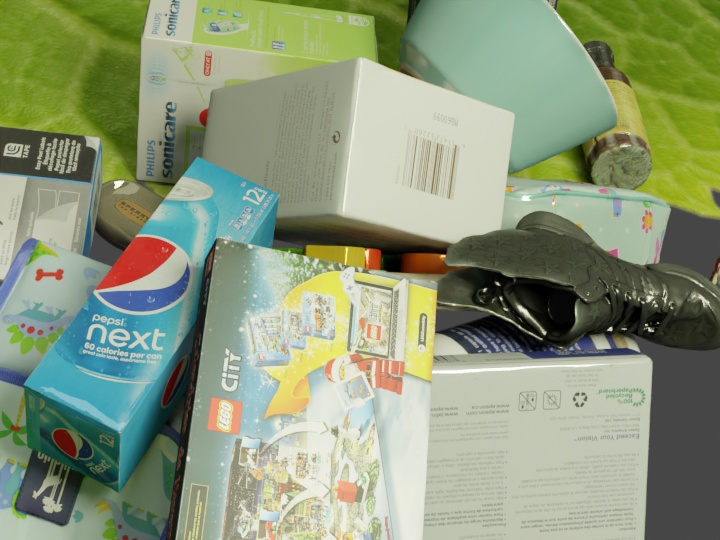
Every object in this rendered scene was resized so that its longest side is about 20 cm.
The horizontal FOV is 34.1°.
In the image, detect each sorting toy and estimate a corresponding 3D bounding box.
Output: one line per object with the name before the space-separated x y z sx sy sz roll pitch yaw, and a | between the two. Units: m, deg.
sorting toy | 0.000 0.000 0.855 0.182 0.037 0.199 4 3 -34

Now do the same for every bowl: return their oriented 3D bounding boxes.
bowl | 0.105 -0.158 0.954 0.105 0.201 0.201 -42 57 2

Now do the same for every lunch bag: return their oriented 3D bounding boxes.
lunch bag | -0.176 0.103 0.760 0.167 0.128 0.202 18 60 3
lunch bag | 0.144 -0.036 0.959 0.197 0.079 0.159 1 8 -36

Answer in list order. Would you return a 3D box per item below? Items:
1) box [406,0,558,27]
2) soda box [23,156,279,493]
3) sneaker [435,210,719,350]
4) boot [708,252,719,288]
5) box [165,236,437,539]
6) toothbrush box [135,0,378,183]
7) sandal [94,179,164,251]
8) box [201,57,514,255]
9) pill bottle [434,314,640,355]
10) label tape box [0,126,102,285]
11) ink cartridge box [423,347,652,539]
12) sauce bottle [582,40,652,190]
box | 0.114 -0.216 1.102 0.160 0.203 0.049 -24 44 -33
soda box | -0.120 0.026 0.706 0.063 0.068 0.201 23 50 7
sneaker | 0.152 0.022 0.782 0.197 0.061 0.104 26 36 7
boot | 0.364 0.040 0.986 0.149 0.074 0.200 25 40 11
box | -0.031 0.093 0.646 0.134 0.038 0.204 11 67 -15
toothbrush box | -0.092 -0.151 1.024 0.196 0.147 0.087 7 41 -7
sandal | -0.137 -0.031 0.952 0.198 0.055 0.082 31 45 18
box | -0.009 -0.076 0.876 0.150 0.109 0.198 12 -6 -38
pill bottle | 0.095 0.091 0.833 0.197 0.117 0.116 -14 48 -28
label tape box | -0.305 -0.038 0.894 0.196 0.064 0.146 5 54 -9
ink cartridge box | 0.088 0.154 0.746 0.193 0.204 0.043 -1 8 -15
sauce bottle | 0.249 -0.162 1.180 0.063 0.065 0.202 8 44 -5
